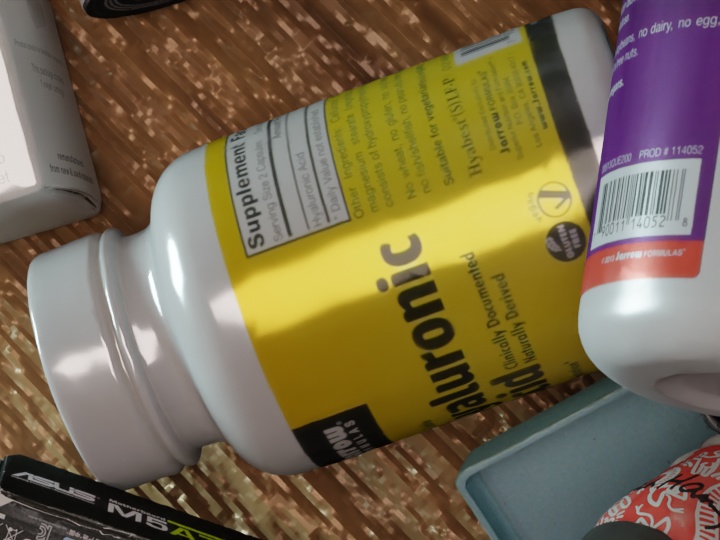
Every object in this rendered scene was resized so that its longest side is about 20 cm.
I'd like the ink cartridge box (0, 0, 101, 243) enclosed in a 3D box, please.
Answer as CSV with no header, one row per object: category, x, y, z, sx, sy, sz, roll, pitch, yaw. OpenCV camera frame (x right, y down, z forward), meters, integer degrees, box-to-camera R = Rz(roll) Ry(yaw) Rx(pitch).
ink cartridge box,-0.185,-0.099,0.896,0.145,0.085,0.201,-16,83,7

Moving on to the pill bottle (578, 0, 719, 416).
pill bottle,0.128,-0.061,0.752,0.112,0.112,0.201,8,78,8

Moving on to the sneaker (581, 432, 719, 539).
sneaker,0.128,0.147,0.846,0.067,0.108,0.202,8,124,43

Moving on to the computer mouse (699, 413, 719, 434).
computer mouse,0.164,-0.051,0.820,0.138,0.053,0.201,-9,60,19

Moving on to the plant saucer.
plant saucer,0.129,0.038,0.861,0.199,0.019,0.070,-28,127,6

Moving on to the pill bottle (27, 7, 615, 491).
pill bottle,0.000,0.000,0.851,0.199,0.111,0.112,-20,85,7

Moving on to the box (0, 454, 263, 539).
box,-0.055,0.181,0.846,0.199,0.048,0.194,19,102,-7

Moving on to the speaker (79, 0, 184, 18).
speaker,-0.090,-0.192,0.889,0.081,0.081,0.201,-21,85,7
